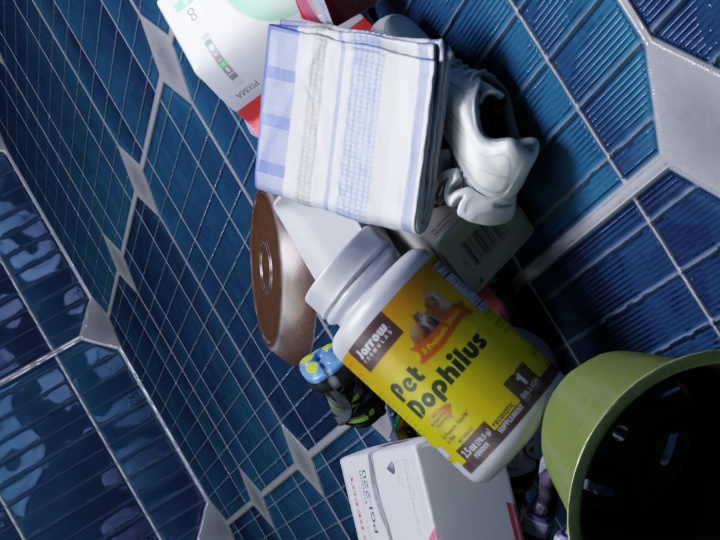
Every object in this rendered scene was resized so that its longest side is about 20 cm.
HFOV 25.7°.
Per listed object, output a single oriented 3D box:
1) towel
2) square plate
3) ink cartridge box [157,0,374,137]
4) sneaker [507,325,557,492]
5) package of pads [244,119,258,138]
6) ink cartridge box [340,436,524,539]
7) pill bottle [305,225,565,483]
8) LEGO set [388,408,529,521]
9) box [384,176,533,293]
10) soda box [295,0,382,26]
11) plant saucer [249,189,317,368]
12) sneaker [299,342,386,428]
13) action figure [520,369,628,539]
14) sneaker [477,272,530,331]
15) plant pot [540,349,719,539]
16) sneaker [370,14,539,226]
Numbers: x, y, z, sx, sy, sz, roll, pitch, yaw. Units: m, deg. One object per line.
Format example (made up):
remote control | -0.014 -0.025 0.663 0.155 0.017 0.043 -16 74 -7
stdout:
towel | -0.009 -0.117 1.240 0.199 0.024 0.149 17 104 44
square plate | 0.000 0.000 1.373 0.199 0.028 0.200 58 163 2
ink cartridge box | -0.067 -0.193 1.372 0.160 0.050 0.202 -32 84 28
sneaker | 0.136 0.126 1.371 0.201 0.072 0.085 70 -156 -51
package of pads | -0.087 -0.212 1.505 0.120 0.075 0.202 28 143 56
ink cartridge box | 0.063 0.221 1.405 0.200 0.084 0.148 151 106 -70
pill bottle | 0.055 0.060 1.217 0.200 0.109 0.109 42 160 5
LEGO set | 0.114 0.180 1.548 0.201 0.114 0.155 -119 32 -45
box | 0.053 -0.056 1.332 0.069 0.082 0.200 50 169 -34
soda box | -0.042 -0.300 1.253 0.063 0.070 0.202 27 142 59
plant saucer | -0.080 -0.004 1.567 0.200 0.034 0.203 177 90 -75
sneaker | -0.005 0.109 1.536 0.083 0.070 0.200 66 -175 13
action figure | 0.172 0.159 1.305 0.129 0.069 0.202 28 132 29
sneaker | 0.084 0.052 1.419 0.074 0.086 0.200 62 162 -10
plant pot | 0.209 0.133 1.086 0.202 0.198 0.190 65 175 -13
sneaker | 0.074 -0.132 1.216 0.201 0.074 0.081 58 139 27
